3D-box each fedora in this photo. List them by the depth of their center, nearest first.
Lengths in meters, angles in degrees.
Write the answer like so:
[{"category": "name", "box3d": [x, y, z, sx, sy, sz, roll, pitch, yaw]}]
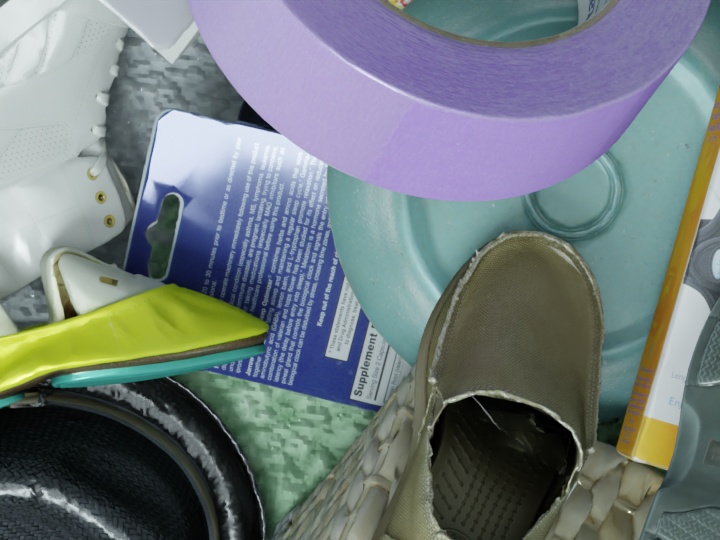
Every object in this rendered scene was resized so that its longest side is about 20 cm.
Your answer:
[{"category": "fedora", "box3d": [-0.141, 0.123, 1.222, 0.200, 0.092, 0.201, 0, 95, 0]}]

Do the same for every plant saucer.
[{"category": "plant saucer", "box3d": [0.086, -0.034, 1.173, 0.200, 0.036, 0.200, 0, 94, -1]}]

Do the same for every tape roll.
[{"category": "tape roll", "box3d": [0.034, -0.129, 1.100, 0.200, 0.066, 0.200, 8, 61, -16]}]

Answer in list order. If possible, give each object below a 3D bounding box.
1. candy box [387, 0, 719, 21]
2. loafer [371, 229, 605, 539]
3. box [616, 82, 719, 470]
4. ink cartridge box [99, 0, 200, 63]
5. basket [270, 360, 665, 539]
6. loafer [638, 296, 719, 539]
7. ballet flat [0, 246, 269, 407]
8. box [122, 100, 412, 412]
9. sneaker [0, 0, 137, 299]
[{"category": "candy box", "box3d": [0.085, -0.114, 1.197, 0.200, 0.026, 0.102, 34, 97, -3]}, {"category": "loafer", "box3d": [0.057, 0.059, 1.083, 0.076, 0.067, 0.200, 25, 52, -12]}, {"category": "box", "box3d": [0.187, -0.005, 1.140, 0.119, 0.041, 0.200, 17, 88, -6]}, {"category": "ink cartridge box", "box3d": [-0.077, -0.170, 1.159, 0.116, 0.068, 0.200, 40, 56, -3]}, {"category": "basket", "box3d": [0.044, 0.175, 1.150, 0.198, 0.200, 0.161, 31, 135, -2]}, {"category": "loafer", "box3d": [0.156, 0.065, 1.095, 0.072, 0.063, 0.200, 22, 74, 20]}, {"category": "ballet flat", "box3d": [-0.138, 0.027, 1.181, 0.200, 0.067, 0.067, -15, 90, -11]}, {"category": "box", "box3d": [0.000, 0.000, 1.226, 0.200, 0.032, 0.121, 13, 114, -3]}, {"category": "sneaker", "box3d": [-0.124, -0.077, 1.226, 0.200, 0.074, 0.116, -45, 114, -7]}]
